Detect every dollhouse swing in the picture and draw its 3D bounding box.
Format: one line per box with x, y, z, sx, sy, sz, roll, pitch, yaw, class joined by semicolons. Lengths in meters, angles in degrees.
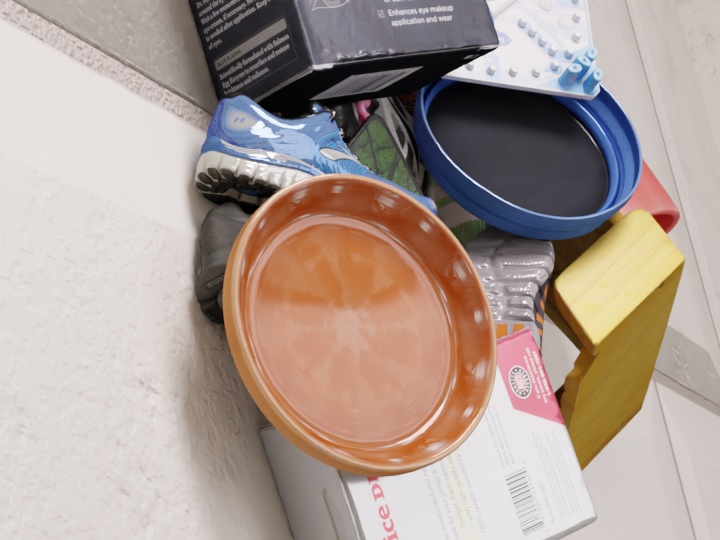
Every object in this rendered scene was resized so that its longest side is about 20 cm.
0.165;0.037;1.563;0.181;0.175;0.201;-39;152;-32;dollhouse swing

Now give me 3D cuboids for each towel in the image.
0.087;-0.013;1.592;0.152;0.023;0.202;-25;117;-68;towel

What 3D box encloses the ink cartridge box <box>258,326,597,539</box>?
0.047;0.140;1.240;0.199;0.083;0.146;-17;88;-37;ink cartridge box

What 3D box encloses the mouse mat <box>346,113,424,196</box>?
0.000;0.000;1.363;0.200;0.007;0.162;-52;125;-36;mouse mat

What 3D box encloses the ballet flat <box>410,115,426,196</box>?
0.065;-0.077;1.631;0.200;0.069;0.072;37;41;-63;ballet flat

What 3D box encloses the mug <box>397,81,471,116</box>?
0.058;-0.239;1.609;0.133;0.176;0.202;13;65;-58;mug

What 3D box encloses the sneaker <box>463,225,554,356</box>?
0.114;0.054;1.453;0.201;0.077;0.113;-73;162;-51;sneaker

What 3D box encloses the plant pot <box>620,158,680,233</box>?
0.193;-0.089;1.815;0.200;0.199;0.179;12;52;-67;plant pot

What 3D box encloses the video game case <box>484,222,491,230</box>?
0.128;0.068;1.595;0.200;0.023;0.184;62;26;-74;video game case

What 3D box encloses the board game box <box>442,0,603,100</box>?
0.105;-0.248;1.538;0.198;0.026;0.202;6;61;-18;board game box

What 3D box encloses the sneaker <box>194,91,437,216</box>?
-0.022;-0.074;1.286;0.199;0.078;0.090;21;66;-35;sneaker

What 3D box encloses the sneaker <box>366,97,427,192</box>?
0.026;-0.079;1.496;0.088;0.074;0.202;12;61;-51;sneaker

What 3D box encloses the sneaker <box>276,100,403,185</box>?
-0.029;-0.106;1.426;0.095;0.079;0.202;5;65;-46;sneaker

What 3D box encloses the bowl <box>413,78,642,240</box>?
0.136;-0.108;1.504;0.199;0.039;0.202;12;48;-14;bowl

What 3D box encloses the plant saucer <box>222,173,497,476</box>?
-0.001;0.036;1.172;0.199;0.032;0.202;14;62;-28;plant saucer

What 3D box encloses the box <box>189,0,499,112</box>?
-0.025;-0.232;1.356;0.196;0.117;0.202;-12;83;-42;box

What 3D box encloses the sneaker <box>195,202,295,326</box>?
-0.027;0.008;1.248;0.199;0.076;0.091;27;35;-35;sneaker

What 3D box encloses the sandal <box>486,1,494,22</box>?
0.064;-0.267;1.471;0.086;0.080;0.201;-15;70;-27;sandal
